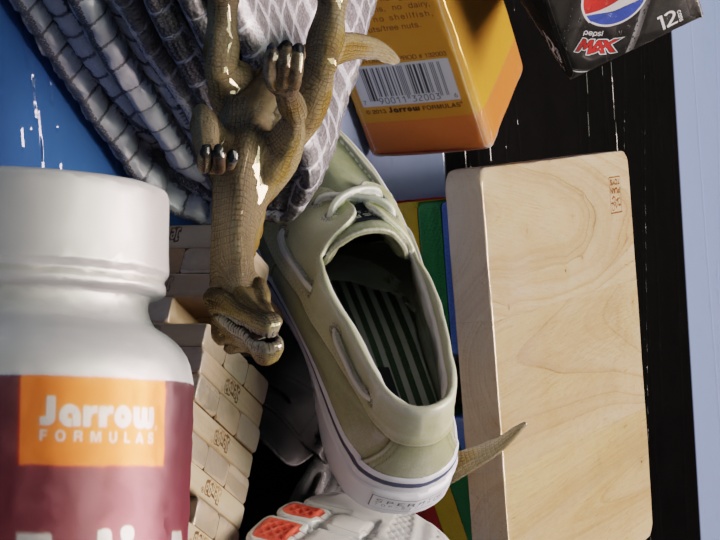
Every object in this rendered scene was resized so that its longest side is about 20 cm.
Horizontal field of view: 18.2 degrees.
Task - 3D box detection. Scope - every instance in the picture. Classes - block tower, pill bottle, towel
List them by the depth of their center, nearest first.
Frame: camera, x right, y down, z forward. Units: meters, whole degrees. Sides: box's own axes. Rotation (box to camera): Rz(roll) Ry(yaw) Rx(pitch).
[{"bbox_3d":[-0.108,0.074,0.683,0.114,0.113,0.202,12,78,-64],"label":"pill bottle"},{"bbox_3d":[-0.077,0.084,0.815,0.054,0.057,0.201,48,47,-53],"label":"block tower"},{"bbox_3d":[-0.056,-0.139,0.840,0.200,0.085,0.166,60,36,-44],"label":"towel"}]

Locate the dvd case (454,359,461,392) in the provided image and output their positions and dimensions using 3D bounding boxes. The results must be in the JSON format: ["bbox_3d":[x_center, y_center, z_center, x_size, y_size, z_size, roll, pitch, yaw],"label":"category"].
[{"bbox_3d":[0.050,0.136,1.124,0.200,0.016,0.150,51,44,-52],"label":"dvd case"}]

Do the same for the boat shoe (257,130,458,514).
[{"bbox_3d":[0.000,0.000,0.878,0.062,0.071,0.201,110,-33,-44],"label":"boat shoe"}]

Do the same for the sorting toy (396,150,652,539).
[{"bbox_3d":[0.072,0.048,1.080,0.200,0.069,0.200,-12,98,-65],"label":"sorting toy"}]

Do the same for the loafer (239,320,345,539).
[{"bbox_3d":[-0.037,0.073,0.885,0.071,0.068,0.202,64,37,-52],"label":"loafer"}]

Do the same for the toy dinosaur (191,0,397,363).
[{"bbox_3d":[-0.030,-0.056,0.743,0.201,0.058,0.102,-71,168,-51],"label":"toy dinosaur"}]

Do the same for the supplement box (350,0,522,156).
[{"bbox_3d":[0.013,-0.150,1.011,0.067,0.068,0.201,-64,145,-46],"label":"supplement box"}]

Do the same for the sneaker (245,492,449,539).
[{"bbox_3d":[-0.026,0.156,0.801,0.200,0.077,0.082,-53,162,-54],"label":"sneaker"}]

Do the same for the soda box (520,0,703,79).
[{"bbox_3d":[0.085,-0.179,1.051,0.200,0.070,0.064,-115,179,-48],"label":"soda box"}]

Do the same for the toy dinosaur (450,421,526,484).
[{"bbox_3d":[0.004,0.101,0.925,0.200,0.058,0.102,163,-64,-73],"label":"toy dinosaur"}]
